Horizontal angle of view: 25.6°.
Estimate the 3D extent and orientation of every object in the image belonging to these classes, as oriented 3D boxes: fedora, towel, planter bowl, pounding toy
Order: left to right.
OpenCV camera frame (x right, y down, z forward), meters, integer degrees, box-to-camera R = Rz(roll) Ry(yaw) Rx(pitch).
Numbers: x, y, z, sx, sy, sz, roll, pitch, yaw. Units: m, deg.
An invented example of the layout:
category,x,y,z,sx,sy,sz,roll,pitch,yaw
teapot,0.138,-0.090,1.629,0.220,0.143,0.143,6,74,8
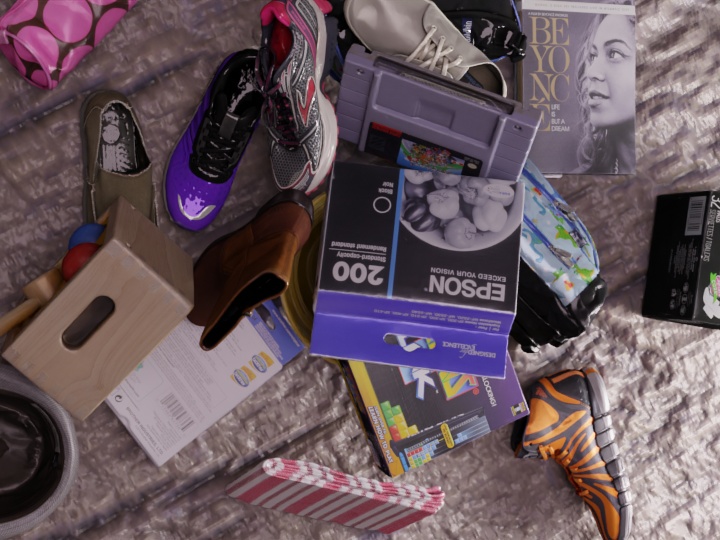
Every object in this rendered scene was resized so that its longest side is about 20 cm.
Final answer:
category,x,y,z,sx,sy,sz,roll,pitch,yaw
fedora,-0.380,0.174,1.552,0.200,0.090,0.177,4,91,-25
pounding toy,-0.277,0.039,1.509,0.200,0.184,0.142,-45,106,8
towel,-0.029,0.230,1.636,0.200,0.146,0.030,15,67,-16
planter bowl,0.000,0.000,1.668,0.200,0.083,0.201,-2,96,-18

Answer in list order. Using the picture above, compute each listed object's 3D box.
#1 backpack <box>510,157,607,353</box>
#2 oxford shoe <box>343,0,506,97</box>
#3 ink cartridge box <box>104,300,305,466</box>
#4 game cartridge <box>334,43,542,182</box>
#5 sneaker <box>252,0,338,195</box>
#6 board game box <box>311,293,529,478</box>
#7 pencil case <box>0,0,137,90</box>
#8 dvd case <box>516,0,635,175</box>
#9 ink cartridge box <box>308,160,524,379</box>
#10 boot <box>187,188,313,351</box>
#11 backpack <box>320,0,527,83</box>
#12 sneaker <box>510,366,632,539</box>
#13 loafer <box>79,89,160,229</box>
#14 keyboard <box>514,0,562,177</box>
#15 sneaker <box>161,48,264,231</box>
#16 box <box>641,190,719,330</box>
category,x,y,z,sx,sy,sz,roll,pitch,yaw
backpack,0.164,-0.027,1.695,0.200,0.163,0.154,37,72,-7
oxford shoe,0.071,-0.216,1.565,0.200,0.058,0.075,35,102,-21
ink cartridge box,-0.170,0.095,1.643,0.200,0.042,0.119,-38,100,-11
game cartridge,0.072,-0.145,1.586,0.200,0.130,0.038,20,53,4
sneaker,-0.073,-0.172,1.566,0.075,0.080,0.201,-13,105,-53
board game box,0.063,0.087,1.624,0.165,0.057,0.200,-24,102,-12
pencil case,-0.281,-0.279,1.583,0.200,0.091,0.094,-53,139,-12
dvd case,0.242,-0.207,1.771,0.148,0.016,0.201,-1,90,-24
ink cartridge box,0.057,-0.003,1.560,0.198,0.043,0.201,6,69,-1
boot,-0.119,0.027,1.513,0.188,0.200,0.068,-36,108,22
backpack,0.042,-0.278,1.648,0.200,0.147,0.183,-20,102,-15
sneaker,0.228,0.213,1.755,0.112,0.078,0.201,-12,83,-12
loafer,-0.245,-0.085,1.603,0.075,0.070,0.201,-12,94,-17
keyboard,0.198,-0.204,1.769,0.056,0.011,0.201,0,90,-17
sneaker,-0.145,-0.138,1.617,0.069,0.100,0.201,21,83,-14
box,0.441,-0.002,1.785,0.199,0.124,0.149,9,88,-17
